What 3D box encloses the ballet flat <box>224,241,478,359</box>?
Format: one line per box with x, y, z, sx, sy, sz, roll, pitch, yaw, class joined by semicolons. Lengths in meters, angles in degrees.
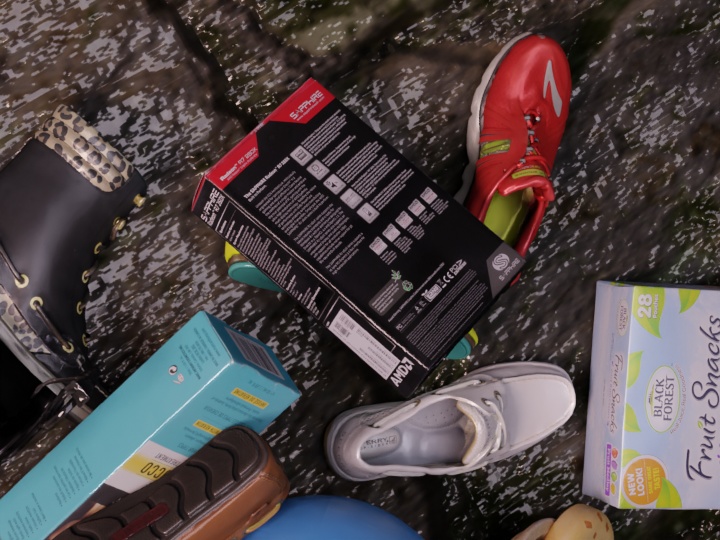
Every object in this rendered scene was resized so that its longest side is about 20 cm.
0.000;0.000;1.250;0.200;0.067;0.067;21;64;-18;ballet flat

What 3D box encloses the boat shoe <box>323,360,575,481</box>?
0.076;0.115;1.276;0.200;0.069;0.071;-15;96;-20;boat shoe

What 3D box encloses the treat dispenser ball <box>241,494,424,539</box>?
-0.027;0.251;1.174;0.200;0.201;0.201;-1;93;-20;treat dispenser ball

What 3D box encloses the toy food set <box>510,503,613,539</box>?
0.128;0.276;1.264;0.200;0.049;0.198;-21;116;-61;toy food set

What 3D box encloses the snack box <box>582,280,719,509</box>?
0.276;0.097;1.351;0.200;0.068;0.169;2;92;-19;snack box

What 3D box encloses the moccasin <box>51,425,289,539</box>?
-0.134;0.179;1.118;0.201;0.074;0.078;-38;137;-14;moccasin

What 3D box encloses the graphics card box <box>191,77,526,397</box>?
-0.001;-0.024;1.195;0.200;0.051;0.125;40;55;6;graphics card box

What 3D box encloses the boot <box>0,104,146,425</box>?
-0.185;0.006;1.174;0.204;0.073;0.154;47;74;-18;boot

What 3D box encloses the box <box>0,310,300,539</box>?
-0.140;0.119;1.143;0.200;0.049;0.082;-43;144;10;box

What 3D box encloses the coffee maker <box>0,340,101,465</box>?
-0.286;0.040;1.074;0.192;0.135;0.200;-37;100;10;coffee maker

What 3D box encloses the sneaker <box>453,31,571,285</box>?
0.118;-0.074;1.274;0.077;0.085;0.200;16;88;-22;sneaker
